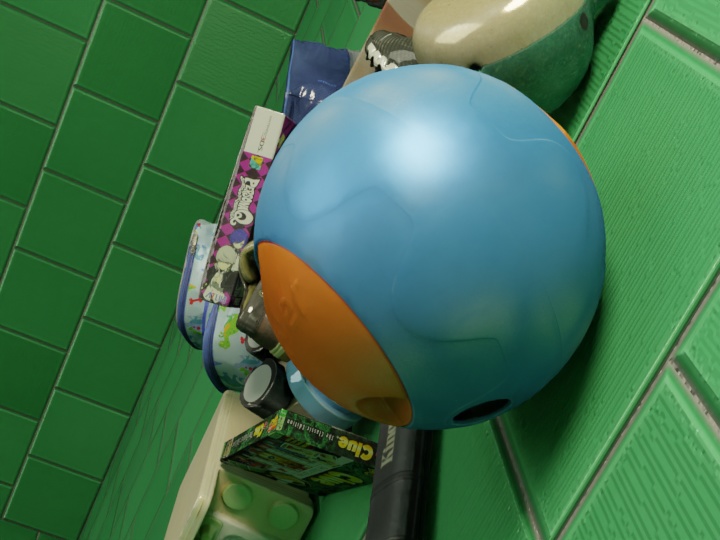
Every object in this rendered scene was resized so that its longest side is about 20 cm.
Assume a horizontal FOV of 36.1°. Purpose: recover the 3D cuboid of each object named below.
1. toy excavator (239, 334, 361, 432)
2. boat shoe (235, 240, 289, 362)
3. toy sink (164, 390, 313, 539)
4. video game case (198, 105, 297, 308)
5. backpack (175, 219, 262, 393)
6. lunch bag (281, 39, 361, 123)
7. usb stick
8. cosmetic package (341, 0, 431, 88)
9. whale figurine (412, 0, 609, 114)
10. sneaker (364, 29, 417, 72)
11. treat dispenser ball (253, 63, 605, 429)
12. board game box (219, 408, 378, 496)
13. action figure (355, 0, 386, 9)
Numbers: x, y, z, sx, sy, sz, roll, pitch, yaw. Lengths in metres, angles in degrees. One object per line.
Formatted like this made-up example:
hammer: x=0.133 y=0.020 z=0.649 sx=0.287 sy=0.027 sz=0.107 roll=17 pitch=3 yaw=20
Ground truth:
toy excavator: x=-0.002 y=0.036 z=0.980 sx=0.199 sy=0.100 sz=0.196 roll=-35 pitch=35 yaw=26
boat shoe: x=-0.071 y=-0.006 z=0.948 sx=0.074 sy=0.064 sz=0.201 roll=-52 pitch=21 yaw=24
toy sink: x=-0.115 y=0.232 z=1.061 sx=0.200 sy=0.111 sz=0.132 roll=-89 pitch=24 yaw=-69
video game case: x=-0.091 y=-0.053 z=1.086 sx=0.200 sy=0.035 sz=0.184 roll=19 pitch=-93 yaw=-80
backpack: x=-0.128 y=0.042 z=1.284 sx=0.183 sy=0.144 sz=0.203 roll=64 pitch=-149 yaw=-67
lunch bag: x=-0.028 y=-0.183 z=1.312 sx=0.201 sy=0.130 sz=0.138 roll=-90 pitch=9 yaw=-56
usb stick: x=0.032 y=0.125 z=0.799 sx=0.056 sy=0.032 sz=0.202 roll=-51 pitch=20 yaw=42
cosmetic package: x=0.057 y=-0.201 z=1.037 sx=0.201 sy=0.103 sz=0.087 roll=-60 pitch=-4 yaw=36
whale figurine: x=0.122 y=-0.178 z=0.814 sx=0.157 sy=0.105 sz=0.201 roll=-13 pitch=26 yaw=34
sneaker: x=0.080 y=-0.172 z=0.922 sx=0.091 sy=0.066 sz=0.200 roll=-55 pitch=44 yaw=7
treat dispenser ball: x=0.038 y=-0.013 z=0.624 sx=0.201 sy=0.198 sz=0.204 roll=-158 pitch=90 yaw=-77
board game box: x=-0.047 y=0.155 z=0.919 sx=0.200 sy=0.103 sz=0.024 roll=140 pitch=147 yaw=-65
action figure: x=0.061 y=-0.297 z=1.108 sx=0.197 sy=0.193 sz=0.107 roll=-5 pitch=90 yaw=32
